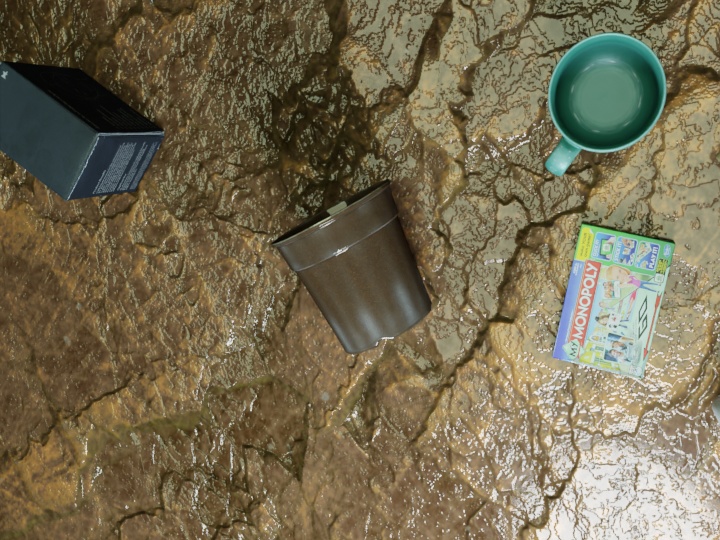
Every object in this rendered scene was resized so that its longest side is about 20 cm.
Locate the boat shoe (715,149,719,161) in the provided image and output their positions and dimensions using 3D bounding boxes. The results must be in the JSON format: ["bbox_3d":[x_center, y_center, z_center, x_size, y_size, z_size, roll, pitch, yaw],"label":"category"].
[{"bbox_3d":[0.556,-0.099,1.142,0.066,0.074,0.201,-39,85,30],"label":"boat shoe"}]

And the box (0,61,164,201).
[{"bbox_3d":[-0.454,-0.221,1.343,0.199,0.196,0.125,36,106,9],"label":"box"}]

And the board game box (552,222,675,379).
[{"bbox_3d":[0.364,0.043,1.234,0.132,0.029,0.204,12,101,13],"label":"board game box"}]

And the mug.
[{"bbox_3d":[0.320,-0.233,1.162,0.183,0.114,0.154,-22,92,18],"label":"mug"}]

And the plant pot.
[{"bbox_3d":[0.000,0.000,1.258,0.198,0.200,0.200,-26,99,18],"label":"plant pot"}]

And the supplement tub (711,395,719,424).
[{"bbox_3d":[0.590,0.196,1.130,0.198,0.145,0.147,-30,89,18],"label":"supplement tub"}]

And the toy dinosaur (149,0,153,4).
[{"bbox_3d":[-0.342,-0.519,1.344,0.101,0.077,0.204,-3,102,28],"label":"toy dinosaur"}]
